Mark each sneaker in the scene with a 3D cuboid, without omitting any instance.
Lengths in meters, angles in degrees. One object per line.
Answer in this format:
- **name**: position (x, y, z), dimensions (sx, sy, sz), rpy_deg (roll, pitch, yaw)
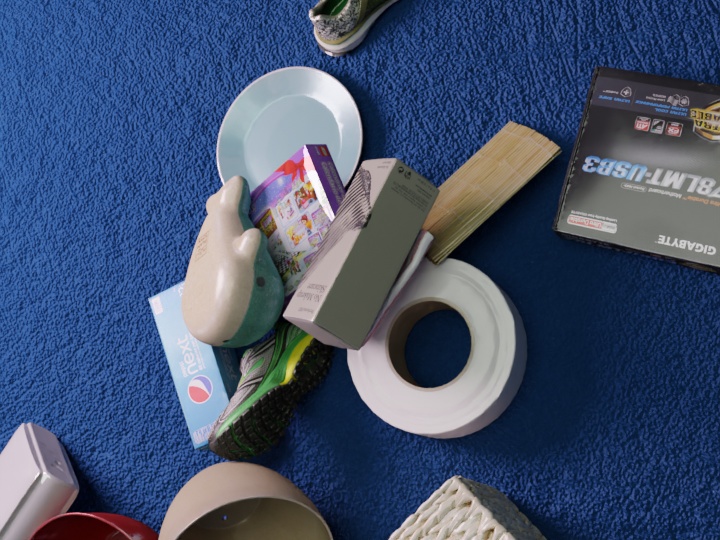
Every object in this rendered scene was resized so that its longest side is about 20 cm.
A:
- **sneaker**: position (0.008, -0.360, 1.483), dimensions (0.077, 0.089, 0.201), rpy_deg (38, 92, 23)
- **sneaker**: position (-0.115, 0.141, 1.406), dimensions (0.085, 0.079, 0.200), rpy_deg (15, 48, 31)

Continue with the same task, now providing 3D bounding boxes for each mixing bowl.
- **mixing bowl**: position (-0.290, 0.369, 1.412), dimensions (0.198, 0.108, 0.202), rpy_deg (2, 97, 22)

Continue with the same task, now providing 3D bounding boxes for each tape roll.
- **tape roll**: position (0.087, 0.088, 1.370), dimensions (0.200, 0.071, 0.205), rpy_deg (-4, 78, 19)

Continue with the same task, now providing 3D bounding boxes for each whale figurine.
- **whale figurine**: position (-0.142, -0.006, 1.404), dimensions (0.159, 0.103, 0.202), rpy_deg (-36, 47, 47)

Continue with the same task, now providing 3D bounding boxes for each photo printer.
- **photo printer**: position (-0.433, 0.306, 1.472), dimensions (0.201, 0.069, 0.166), rpy_deg (-56, 28, 2)

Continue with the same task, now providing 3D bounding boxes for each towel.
- **towel**: position (0.000, 0.000, 1.377), dimensions (0.147, 0.030, 0.200), rpy_deg (-58, 25, -2)

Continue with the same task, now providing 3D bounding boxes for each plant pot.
- **plant pot**: position (-0.142, 0.296, 1.362), dimensions (0.200, 0.200, 0.135), rpy_deg (-43, 33, 6)

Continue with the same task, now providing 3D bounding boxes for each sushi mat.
- **sushi mat**: position (0.133, -0.092, 1.382), dimensions (0.200, 0.012, 0.096), rpy_deg (-42, 39, -6)

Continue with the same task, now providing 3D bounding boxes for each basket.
- **basket**: position (0.120, 0.307, 1.247), dimensions (0.136, 0.200, 0.123), rpy_deg (-45, 62, 5)

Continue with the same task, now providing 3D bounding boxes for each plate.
- **plate**: position (-0.087, -0.157, 1.509), dimensions (0.198, 0.026, 0.202), rpy_deg (-4, 77, 20)

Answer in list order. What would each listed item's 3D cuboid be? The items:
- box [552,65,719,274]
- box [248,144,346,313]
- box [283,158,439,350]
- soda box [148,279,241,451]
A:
- **box**: position (0.335, -0.114, 1.338), dimensions (0.198, 0.050, 0.200), rpy_deg (15, 83, 22)
- **box**: position (-0.087, -0.040, 1.425), dimensions (0.200, 0.039, 0.138), rpy_deg (-36, 70, 40)
- **box**: position (0.001, -0.019, 1.295), dimensions (0.082, 0.068, 0.201), rpy_deg (2, 62, 61)
- **soda box**: position (-0.190, 0.116, 1.463), dimensions (0.064, 0.068, 0.202), rpy_deg (-25, 72, 15)
